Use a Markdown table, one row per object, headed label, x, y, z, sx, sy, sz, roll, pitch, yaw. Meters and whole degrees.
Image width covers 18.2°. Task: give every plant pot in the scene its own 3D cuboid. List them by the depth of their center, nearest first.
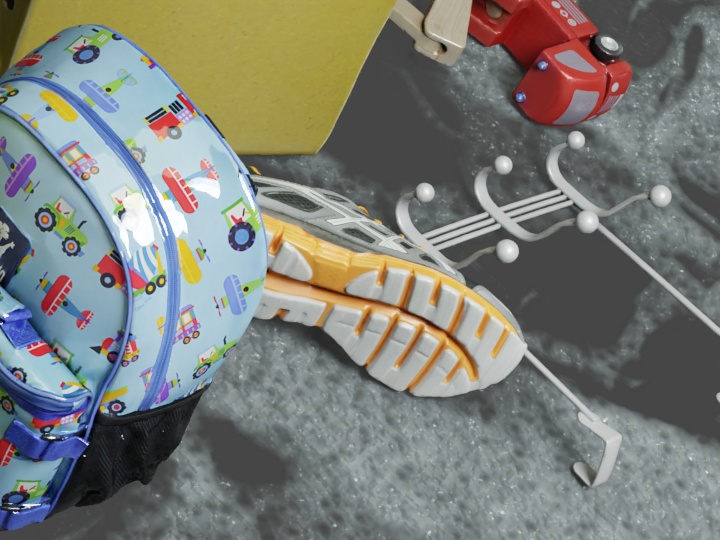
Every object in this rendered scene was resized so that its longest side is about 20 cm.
| label | x | y | z | sx | sy | sz | roll | pitch | yaw |
| --- | --- | --- | --- | --- | --- | --- | --- | --- | --- |
| plant pot | -0.115 | -0.181 | 1.215 | 0.200 | 0.196 | 0.194 | -10 | 59 | -30 |

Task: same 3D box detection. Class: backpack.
| label | x | y | z | sx | sy | sz | roll | pitch | yaw |
| --- | --- | --- | --- | --- | --- | --- | --- | --- | --- |
| backpack | -0.141 | -0.003 | 1.030 | 0.135 | 0.200 | 0.183 | -25 | 68 | -43 |

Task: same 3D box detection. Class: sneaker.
| label | x | y | z | sx | sy | sz | roll | pitch | yaw |
| --- | --- | --- | --- | --- | --- | --- | --- | --- | --- |
| sneaker | 0.000 | 0.000 | 1.208 | 0.200 | 0.078 | 0.077 | 26 | 34 | -10 |

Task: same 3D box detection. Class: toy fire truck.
| label | x | y | z | sx | sy | sz | roll | pitch | yaw |
| --- | --- | --- | --- | --- | --- | --- | --- | --- | --- |
| toy fire truck | 0.063 | -0.166 | 1.410 | 0.141 | 0.049 | 0.200 | -20 | 64 | -42 |

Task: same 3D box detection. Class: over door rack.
| label | x | y | z | sx | sy | sz | roll | pitch | yaw |
| --- | --- | --- | --- | --- | --- | --- | --- | --- | --- |
| over door rack | 0.133 | 0.009 | 1.285 | 0.148 | 0.067 | 0.200 | -19 | 64 | -40 |
